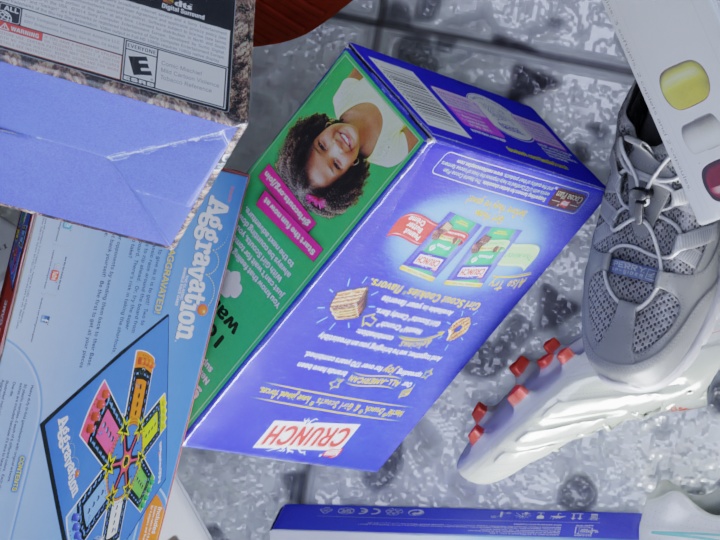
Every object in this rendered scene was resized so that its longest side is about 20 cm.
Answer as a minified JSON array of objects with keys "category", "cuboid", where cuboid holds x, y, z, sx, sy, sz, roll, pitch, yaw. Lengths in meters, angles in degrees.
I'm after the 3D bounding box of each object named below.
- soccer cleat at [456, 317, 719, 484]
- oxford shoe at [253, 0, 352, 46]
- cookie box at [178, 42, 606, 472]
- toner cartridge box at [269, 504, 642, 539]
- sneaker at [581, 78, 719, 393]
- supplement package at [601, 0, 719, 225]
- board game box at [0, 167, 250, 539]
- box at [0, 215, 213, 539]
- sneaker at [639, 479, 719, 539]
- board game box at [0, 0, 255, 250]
[{"category":"soccer cleat","cuboid":[0.136,0.055,1.416,0.200,0.069,0.078,-41,99,14]},{"category":"oxford shoe","cuboid":[-0.036,-0.165,1.391,0.199,0.071,0.073,-16,69,20]},{"category":"cookie box","cuboid":[0.000,0.000,1.364,0.200,0.171,0.075,-51,58,17]},{"category":"toner cartridge box","cuboid":[0.053,0.178,1.474,0.199,0.043,0.096,0,105,9]},{"category":"sneaker","cuboid":[0.141,-0.041,1.346,0.074,0.082,0.201,9,82,31]},{"category":"supplement package","cuboid":[0.200,-0.147,1.274,0.155,0.111,0.201,-24,90,-19]},{"category":"board game box","cuboid":[-0.123,0.041,1.282,0.103,0.019,0.201,13,94,-27]},{"category":"box","cuboid":[-0.207,0.106,1.342,0.200,0.131,0.200,-34,116,-16]},{"category":"sneaker","cuboid":[0.239,0.134,1.411,0.199,0.070,0.081,-9,95,0]},{"category":"board game box","cuboid":[-0.135,-0.132,1.231,0.159,0.201,0.097,16,140,-17]}]
